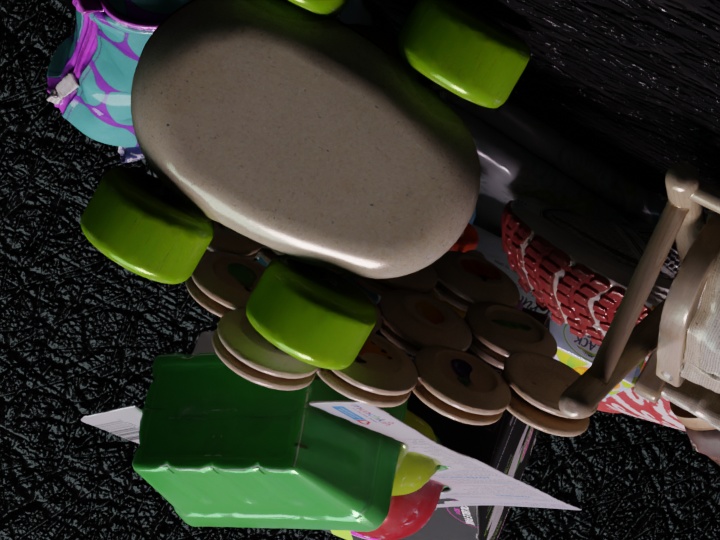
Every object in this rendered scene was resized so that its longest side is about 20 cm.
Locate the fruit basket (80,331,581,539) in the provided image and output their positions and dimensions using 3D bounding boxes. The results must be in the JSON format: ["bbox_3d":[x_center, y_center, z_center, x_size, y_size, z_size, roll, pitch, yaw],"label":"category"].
[{"bbox_3d":[-0.012,0.092,1.039,0.185,0.094,0.200,-4,164,38],"label":"fruit basket"}]

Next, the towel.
[{"bbox_3d":[0.072,-0.051,1.208,0.200,0.048,0.171,30,164,-22],"label":"towel"}]

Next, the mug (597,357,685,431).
[{"bbox_3d":[0.206,0.040,1.308,0.177,0.134,0.200,26,178,-25],"label":"mug"}]

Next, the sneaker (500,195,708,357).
[{"bbox_3d":[0.172,0.005,1.125,0.200,0.082,0.078,23,155,8],"label":"sneaker"}]

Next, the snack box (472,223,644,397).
[{"bbox_3d":[0.066,0.021,1.265,0.200,0.053,0.142,26,162,-10],"label":"snack box"}]

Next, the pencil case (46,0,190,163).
[{"bbox_3d":[-0.121,-0.130,1.088,0.085,0.092,0.200,63,163,9],"label":"pencil case"}]

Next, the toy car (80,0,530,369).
[{"bbox_3d":[-0.026,-0.076,0.932,0.158,0.164,0.200,28,-167,-10],"label":"toy car"}]

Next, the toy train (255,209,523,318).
[{"bbox_3d":[0.000,0.000,1.087,0.200,0.056,0.150,-1,-145,-42],"label":"toy train"}]

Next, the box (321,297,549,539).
[{"bbox_3d":[0.026,0.092,1.229,0.148,0.124,0.200,19,159,11],"label":"box"}]

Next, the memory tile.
[{"bbox_3d":[0.009,0.020,0.974,0.200,0.017,0.153,11,-151,-26],"label":"memory tile"}]

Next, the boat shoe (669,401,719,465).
[{"bbox_3d":[0.271,0.079,1.136,0.200,0.070,0.070,-9,126,49],"label":"boat shoe"}]

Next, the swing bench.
[{"bbox_3d":[0.222,0.051,0.932,0.199,0.130,0.200,28,-171,17],"label":"swing bench"}]
